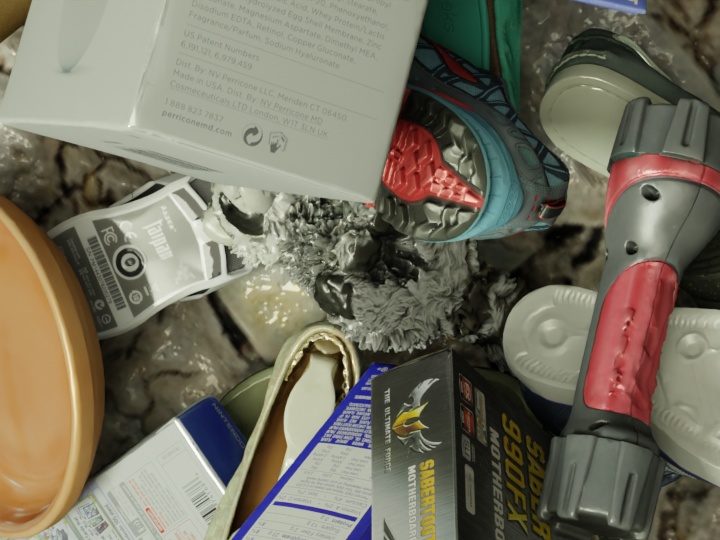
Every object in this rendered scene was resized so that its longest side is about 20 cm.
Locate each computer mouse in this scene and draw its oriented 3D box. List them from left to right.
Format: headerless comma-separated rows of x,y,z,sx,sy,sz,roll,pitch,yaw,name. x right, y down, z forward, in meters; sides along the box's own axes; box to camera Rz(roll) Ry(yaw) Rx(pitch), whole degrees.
-0.096,-0.023,1.084,0.198,0.044,0.111,-21,98,12,computer mouse

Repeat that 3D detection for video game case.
-0.094,0.198,1.094,0.181,0.045,0.201,-35,89,32,video game case

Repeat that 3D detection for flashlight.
0.131,0.023,0.890,0.067,0.068,0.202,4,70,30,flashlight

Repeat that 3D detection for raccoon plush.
0.000,0.000,1.028,0.133,0.200,0.097,22,67,48,raccoon plush

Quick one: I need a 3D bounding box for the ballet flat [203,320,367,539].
-0.043,0.120,1.001,0.067,0.062,0.202,13,79,-2,ballet flat

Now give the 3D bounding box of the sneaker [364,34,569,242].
0.026,-0.072,0.933,0.200,0.095,0.080,50,123,41,sneaker

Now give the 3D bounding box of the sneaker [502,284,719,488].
0.173,0.076,0.976,0.198,0.147,0.081,19,76,28,sneaker

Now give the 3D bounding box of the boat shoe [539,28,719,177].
0.182,-0.057,0.985,0.199,0.062,0.073,31,132,-11,boat shoe

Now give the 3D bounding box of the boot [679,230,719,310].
0.249,0.024,0.927,0.131,0.199,0.068,46,67,-29,boot

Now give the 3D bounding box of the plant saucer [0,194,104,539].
-0.202,0.048,1.084,0.199,0.037,0.202,18,115,44,plant saucer

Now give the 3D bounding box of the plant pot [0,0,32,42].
-0.163,-0.247,1.006,0.199,0.186,0.187,-32,90,4,plant pot

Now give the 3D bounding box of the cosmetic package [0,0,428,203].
-0.058,-0.146,0.870,0.122,0.199,0.202,15,89,-26,cosmetic package

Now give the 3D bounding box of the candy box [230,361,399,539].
0.011,0.175,0.965,0.076,0.200,0.170,4,129,38,candy box

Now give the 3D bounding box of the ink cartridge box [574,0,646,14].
0.086,-0.193,0.926,0.118,0.201,0.042,11,141,0,ink cartridge box

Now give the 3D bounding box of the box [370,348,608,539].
0.066,0.160,0.880,0.048,0.202,0.158,-22,138,28,box

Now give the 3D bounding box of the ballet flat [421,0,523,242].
0.060,-0.103,1.004,0.067,0.071,0.201,17,136,20,ballet flat

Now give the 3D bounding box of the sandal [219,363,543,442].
0.000,0.088,1.065,0.199,0.057,0.081,-8,97,17,sandal
